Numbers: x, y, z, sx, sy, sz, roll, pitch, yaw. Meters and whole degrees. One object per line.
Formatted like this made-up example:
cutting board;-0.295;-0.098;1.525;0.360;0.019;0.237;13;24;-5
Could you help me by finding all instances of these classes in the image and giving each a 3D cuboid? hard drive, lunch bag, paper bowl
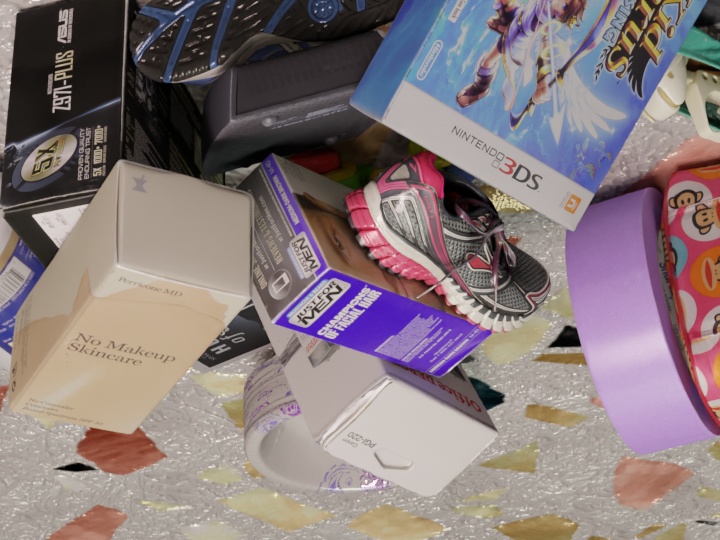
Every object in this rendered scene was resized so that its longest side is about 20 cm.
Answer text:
hard drive;-0.043;-0.110;1.072;0.134;0.043;0.200;-16;177;-11
lunch bag;0.298;0.032;1.259;0.081;0.201;0.176;-13;149;19
paper bowl;-0.008;0.118;1.466;0.199;0.105;0.201;-2;150;-1

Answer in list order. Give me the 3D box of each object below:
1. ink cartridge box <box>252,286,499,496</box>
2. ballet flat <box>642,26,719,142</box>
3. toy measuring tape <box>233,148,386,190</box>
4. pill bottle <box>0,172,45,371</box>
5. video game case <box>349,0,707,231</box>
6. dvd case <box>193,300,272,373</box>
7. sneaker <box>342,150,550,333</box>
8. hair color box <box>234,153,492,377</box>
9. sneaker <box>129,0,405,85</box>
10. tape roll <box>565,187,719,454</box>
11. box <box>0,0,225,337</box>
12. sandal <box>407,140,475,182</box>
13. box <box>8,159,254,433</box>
ink cartridge box;0.005;0.064;1.265;0.085;0.201;0.145;-43;135;18
ballet flat;0.228;-0.131;1.117;0.199;0.071;0.067;15;145;-24
toy measuring tape;-0.069;-0.051;1.221;0.198;0.074;0.074;-8;148;6
pill bottle;-0.271;0.012;1.270;0.119;0.121;0.200;-15;146;19
video game case;0.114;-0.148;0.995;0.181;0.045;0.201;25;97;-38
dvd case;-0.109;0.023;1.387;0.199;0.025;0.150;-24;142;29
sneaker;0.078;-0.017;1.141;0.075;0.081;0.199;-37;141;23
hair color box;0.000;0.000;1.152;0.065;0.110;0.199;-43;144;23
sneaker;-0.050;-0.171;1.053;0.198;0.076;0.077;-13;174;11
tape roll;0.227;0.040;1.266;0.065;0.201;0.200;-17;145;23
box;-0.165;-0.063;1.114;0.085;0.165;0.200;-10;148;12
sandal;0.085;-0.098;1.159;0.086;0.080;0.200;2;150;-12
box;-0.149;0.022;1.022;0.094;0.078;0.200;13;145;-23
